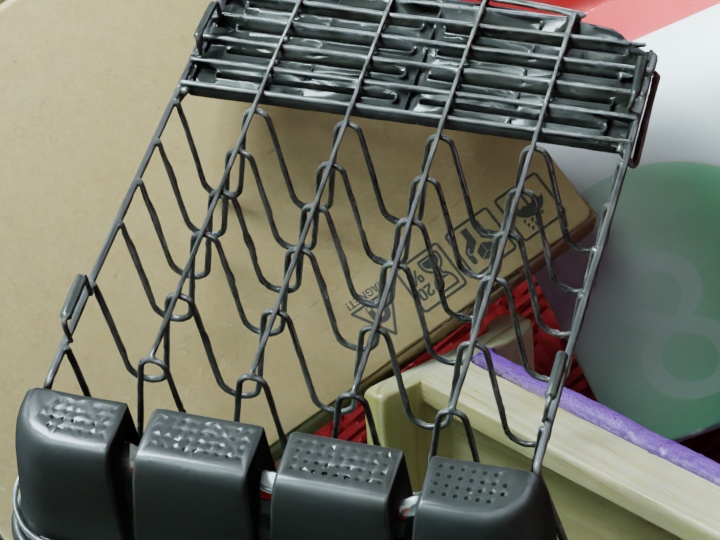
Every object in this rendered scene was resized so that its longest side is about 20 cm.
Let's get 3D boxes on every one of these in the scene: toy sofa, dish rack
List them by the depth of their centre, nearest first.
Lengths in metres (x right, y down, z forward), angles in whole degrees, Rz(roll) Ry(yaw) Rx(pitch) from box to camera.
[{"bbox_3d":[0.000,0.000,0.736,0.153,0.055,0.200,10,50,12],"label":"dish rack"},{"bbox_3d":[0.098,0.081,0.750,0.097,0.083,0.200,-24,31,-32],"label":"toy sofa"}]

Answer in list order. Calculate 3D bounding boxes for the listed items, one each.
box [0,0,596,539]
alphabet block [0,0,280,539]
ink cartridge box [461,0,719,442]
[{"bbox_3d":[-0.056,-0.021,0.800,0.200,0.021,0.164,-35,78,-9],"label":"box"},{"bbox_3d":[-0.146,-0.012,0.966,0.195,0.200,0.197,-12,54,35],"label":"alphabet block"},{"bbox_3d":[0.111,-0.060,0.797,0.161,0.200,0.050,-22,14,27],"label":"ink cartridge box"}]
